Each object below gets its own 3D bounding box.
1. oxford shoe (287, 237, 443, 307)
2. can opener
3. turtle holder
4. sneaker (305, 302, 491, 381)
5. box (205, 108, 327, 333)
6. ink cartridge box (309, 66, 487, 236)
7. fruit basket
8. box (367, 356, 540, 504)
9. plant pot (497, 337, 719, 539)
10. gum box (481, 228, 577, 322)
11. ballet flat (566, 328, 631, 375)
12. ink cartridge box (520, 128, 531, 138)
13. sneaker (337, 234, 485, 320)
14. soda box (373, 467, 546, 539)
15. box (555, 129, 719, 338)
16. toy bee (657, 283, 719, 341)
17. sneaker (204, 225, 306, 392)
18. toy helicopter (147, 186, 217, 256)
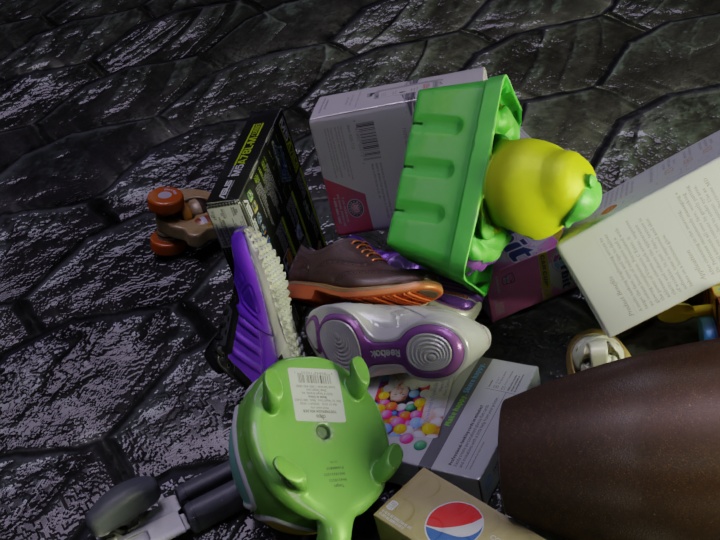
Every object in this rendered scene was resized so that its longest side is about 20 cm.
[{"bbox_3d":[0.000,0.000,1.127,0.198,0.071,0.074,1,77,37],"label":"oxford shoe"},{"bbox_3d":[-0.156,0.206,1.010,0.198,0.067,0.053,-25,37,-15],"label":"can opener"},{"bbox_3d":[-0.042,0.175,0.951,0.140,0.132,0.186,-28,78,-41],"label":"turtle holder"},{"bbox_3d":[0.037,0.071,1.079,0.198,0.076,0.099,7,12,34],"label":"sneaker"},{"bbox_3d":[-0.100,-0.049,1.226,0.047,0.201,0.194,-7,36,15],"label":"box"},{"bbox_3d":[0.057,-0.132,1.218,0.198,0.148,0.083,-8,26,12],"label":"ink cartridge box"},{"bbox_3d":[0.141,-0.080,1.059,0.213,0.155,0.218,-3,80,16],"label":"fruit basket"},{"bbox_3d":[0.056,0.139,1.053,0.198,0.041,0.156,8,40,30],"label":"box"},{"bbox_3d":[0.213,0.147,0.856,0.198,0.188,0.188,-3,36,14],"label":"plant pot"},{"bbox_3d":[0.154,-0.037,1.239,0.112,0.067,0.200,-22,36,-10],"label":"gum box"},{"bbox_3d":[0.232,0.104,1.019,0.068,0.064,0.201,-9,35,7],"label":"ballet flat"},{"bbox_3d":[0.121,-0.122,1.366,0.198,0.060,0.104,-18,31,-5],"label":"ink cartridge box"},{"bbox_3d":[0.056,0.008,1.192,0.199,0.081,0.084,29,69,36],"label":"sneaker"},{"bbox_3d":[0.106,0.241,0.874,0.068,0.065,0.199,-36,40,-29],"label":"soda box"},{"bbox_3d":[0.307,-0.043,1.059,0.199,0.107,0.152,-30,5,21],"label":"box"},{"bbox_3d":[0.361,0.044,1.020,0.130,0.110,0.200,-18,34,-7],"label":"toy bee"},{"bbox_3d":[-0.117,0.059,1.101,0.098,0.202,0.070,-15,4,9],"label":"sneaker"},{"bbox_3d":[-0.172,-0.065,1.406,0.198,0.080,0.132,17,35,21],"label":"toy helicopter"}]
